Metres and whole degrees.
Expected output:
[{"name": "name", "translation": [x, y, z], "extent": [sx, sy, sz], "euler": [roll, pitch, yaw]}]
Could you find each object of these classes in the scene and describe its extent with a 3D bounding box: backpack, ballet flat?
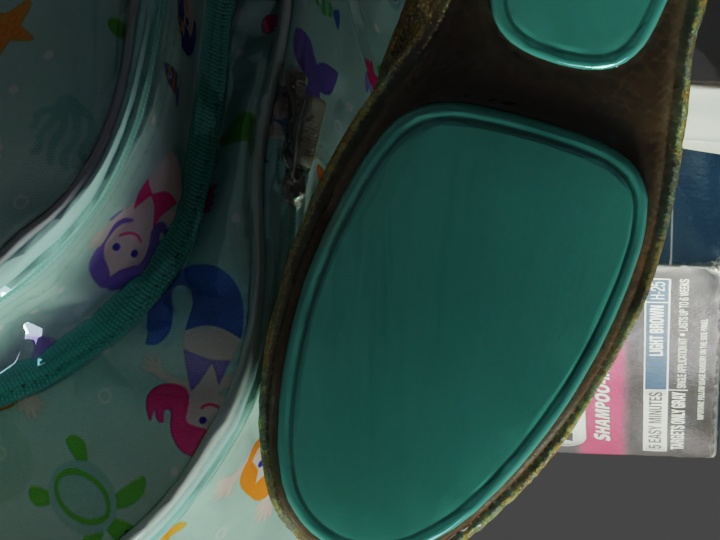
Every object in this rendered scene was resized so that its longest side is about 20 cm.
[{"name": "backpack", "translation": [-0.080, -0.006, 0.658], "extent": [0.177, 0.201, 0.151], "euler": [-9, 158, 21]}, {"name": "ballet flat", "translation": [0.033, -0.038, 0.589], "extent": [0.070, 0.201, 0.071], "euler": [18, -166, -5]}]

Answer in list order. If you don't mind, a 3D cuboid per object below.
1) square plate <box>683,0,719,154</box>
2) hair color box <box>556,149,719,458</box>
[{"name": "square plate", "translation": [0.087, -0.064, 0.783], "extent": [0.199, 0.029, 0.198], "euler": [0, -160, -36]}, {"name": "hair color box", "translation": [0.000, 0.000, 0.820], "extent": [0.199, 0.061, 0.100], "euler": [2, 146, 7]}]
